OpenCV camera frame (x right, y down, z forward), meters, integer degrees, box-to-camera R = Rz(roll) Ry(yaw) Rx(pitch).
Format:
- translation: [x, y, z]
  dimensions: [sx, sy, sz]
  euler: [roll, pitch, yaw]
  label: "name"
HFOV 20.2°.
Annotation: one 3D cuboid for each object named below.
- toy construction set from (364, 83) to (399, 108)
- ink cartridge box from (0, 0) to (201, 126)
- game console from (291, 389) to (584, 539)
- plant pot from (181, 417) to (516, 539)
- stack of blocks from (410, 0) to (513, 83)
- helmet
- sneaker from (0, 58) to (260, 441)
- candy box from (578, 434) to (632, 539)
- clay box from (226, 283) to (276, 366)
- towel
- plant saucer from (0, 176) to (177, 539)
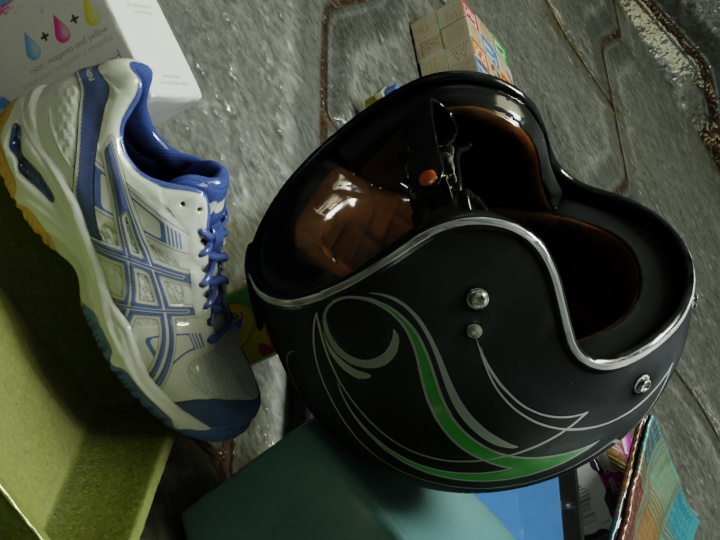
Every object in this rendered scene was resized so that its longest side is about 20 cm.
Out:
- translation: [0.079, -0.057, 1.651]
  dimensions: [0.200, 0.092, 0.131]
  euler: [39, 28, -28]
  label: "toy construction set"
- translation: [-0.181, -0.151, 1.042]
  dimensions: [0.200, 0.115, 0.068]
  euler: [64, 18, 5]
  label: "ink cartridge box"
- translation: [0.049, 0.119, 1.279]
  dimensions: [0.176, 0.116, 0.200]
  euler: [52, 21, -29]
  label: "game console"
- translation: [0.007, 0.179, 1.072]
  dimensions: [0.200, 0.141, 0.141]
  euler: [54, 18, 6]
  label: "plant pot"
- translation: [0.113, -0.145, 1.886]
  dimensions: [0.115, 0.059, 0.200]
  euler: [45, 26, -42]
  label: "stack of blocks"
- translation: [0.060, 0.018, 1.015]
  dimensions: [0.191, 0.200, 0.200]
  euler: [47, 24, -29]
  label: "helmet"
- translation: [-0.093, -0.008, 0.976]
  dimensions: [0.200, 0.088, 0.075]
  euler: [58, 18, -17]
  label: "sneaker"
- translation: [0.174, 0.128, 1.679]
  dimensions: [0.200, 0.061, 0.136]
  euler: [66, 20, 12]
  label: "candy box"
- translation: [0.000, 0.000, 1.181]
  dimensions: [0.048, 0.200, 0.115]
  euler: [63, 18, 1]
  label: "clay box"
- translation: [0.237, 0.222, 1.634]
  dimensions: [0.200, 0.022, 0.147]
  euler: [60, 41, -53]
  label: "towel"
- translation: [-0.168, 0.040, 0.925]
  dimensions: [0.200, 0.048, 0.200]
  euler: [55, 20, -20]
  label: "plant saucer"
